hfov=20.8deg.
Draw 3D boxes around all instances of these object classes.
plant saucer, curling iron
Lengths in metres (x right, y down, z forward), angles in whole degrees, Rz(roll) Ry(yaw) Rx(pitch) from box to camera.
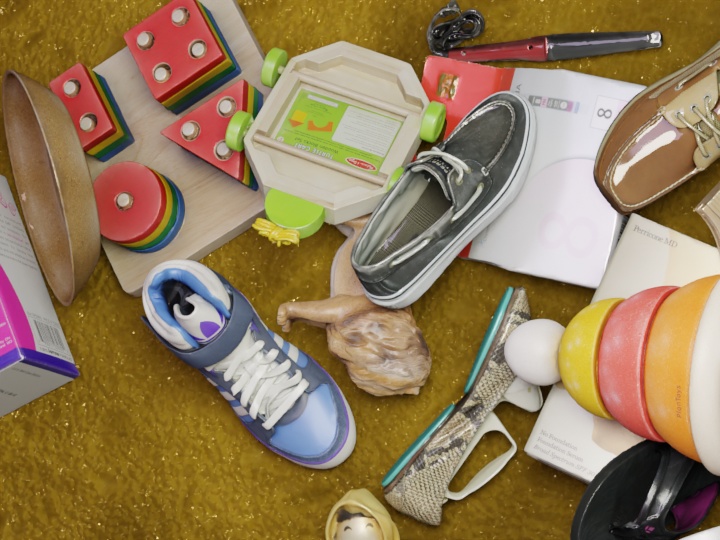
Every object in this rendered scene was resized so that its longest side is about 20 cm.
[{"bbox_3d":[-0.254,-0.072,1.631,0.035,0.200,0.201,-15,71,-18],"label":"plant saucer"},{"bbox_3d":[0.144,-0.188,1.579,0.199,0.026,0.050,6,122,21],"label":"curling iron"}]

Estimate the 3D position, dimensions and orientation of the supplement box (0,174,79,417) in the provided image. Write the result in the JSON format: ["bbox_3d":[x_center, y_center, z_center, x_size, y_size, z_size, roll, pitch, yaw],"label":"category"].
[{"bbox_3d":[-0.334,0.015,1.668,0.103,0.101,0.201,-27,71,13],"label":"supplement box"}]

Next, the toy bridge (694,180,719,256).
[{"bbox_3d":[0.316,0.022,1.430,0.067,0.027,0.200,-45,98,-3],"label":"toy bridge"}]

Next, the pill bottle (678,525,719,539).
[{"bbox_3d":[0.276,0.286,1.393,0.110,0.111,0.201,-22,73,13],"label":"pill bottle"}]

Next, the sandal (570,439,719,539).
[{"bbox_3d":[0.234,0.151,1.413,0.200,0.076,0.048,-30,25,-23],"label":"sandal"}]

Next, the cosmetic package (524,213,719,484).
[{"bbox_3d":[0.214,0.071,1.482,0.105,0.071,0.201,22,87,21],"label":"cosmetic package"}]

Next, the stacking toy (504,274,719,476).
[{"bbox_3d":[0.192,0.061,1.400,0.199,0.146,0.147,7,81,32],"label":"stacking toy"}]

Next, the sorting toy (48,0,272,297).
[{"bbox_3d":[-0.163,-0.116,1.654,0.199,0.070,0.200,-32,70,10],"label":"sorting toy"}]

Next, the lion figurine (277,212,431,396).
[{"bbox_3d":[0.000,0.000,1.568,0.121,0.073,0.202,3,76,4],"label":"lion figurine"}]

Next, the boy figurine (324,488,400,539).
[{"bbox_3d":[0.011,0.269,1.516,0.123,0.064,0.202,-4,80,21],"label":"boy figurine"}]

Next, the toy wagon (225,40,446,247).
[{"bbox_3d":[-0.029,-0.096,1.565,0.154,0.040,0.201,20,62,14],"label":"toy wagon"}]

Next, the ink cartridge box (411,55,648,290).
[{"bbox_3d":[0.122,-0.082,1.555,0.199,0.057,0.164,13,88,16],"label":"ink cartridge box"}]

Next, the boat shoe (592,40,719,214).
[{"bbox_3d":[0.261,-0.122,1.477,0.200,0.074,0.076,-43,103,-8],"label":"boat shoe"}]

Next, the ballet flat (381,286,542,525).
[{"bbox_3d":[0.095,0.112,1.526,0.075,0.068,0.201,33,96,0],"label":"ballet flat"}]

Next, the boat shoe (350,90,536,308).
[{"bbox_3d":[0.067,-0.061,1.505,0.072,0.071,0.201,29,79,29],"label":"boat shoe"}]

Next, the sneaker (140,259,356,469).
[{"bbox_3d":[-0.097,0.072,1.549,0.081,0.146,0.200,-44,68,6],"label":"sneaker"}]
